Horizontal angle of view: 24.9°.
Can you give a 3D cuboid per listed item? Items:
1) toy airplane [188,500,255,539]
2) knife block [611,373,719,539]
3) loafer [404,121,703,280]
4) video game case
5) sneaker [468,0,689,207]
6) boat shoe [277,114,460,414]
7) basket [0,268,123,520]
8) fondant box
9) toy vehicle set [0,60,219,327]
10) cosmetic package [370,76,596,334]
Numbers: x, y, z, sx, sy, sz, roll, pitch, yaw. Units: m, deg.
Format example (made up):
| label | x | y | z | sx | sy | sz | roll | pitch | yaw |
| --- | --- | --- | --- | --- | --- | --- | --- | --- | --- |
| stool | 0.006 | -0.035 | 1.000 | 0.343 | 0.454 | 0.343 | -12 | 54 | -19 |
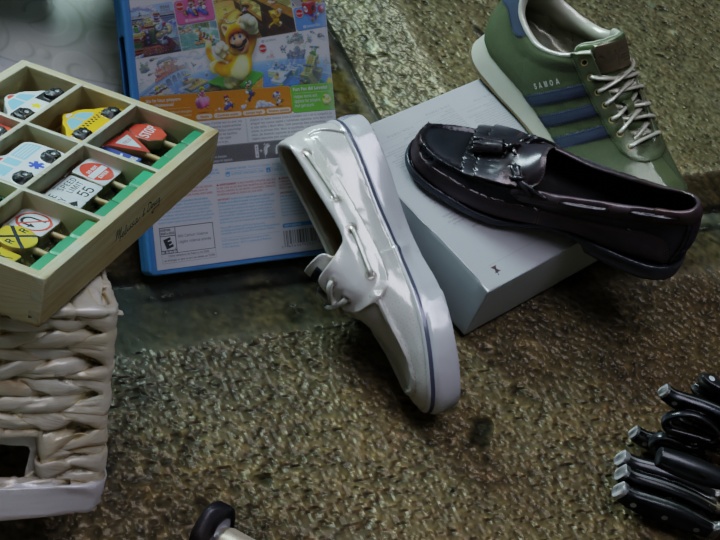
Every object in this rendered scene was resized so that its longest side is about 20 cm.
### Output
| label | x | y | z | sx | sy | sz | roll | pitch | yaw |
| --- | --- | --- | --- | --- | --- | --- | --- | --- | --- |
| toy airplane | -0.106 | 0.194 | 0.757 | 0.198 | 0.142 | 0.200 | 20 | 10 | -23 |
| knife block | 0.261 | 0.151 | 1.010 | 0.175 | 0.064 | 0.200 | -17 | 59 | -34 |
| loafer | 0.130 | -0.060 | 1.072 | 0.199 | 0.063 | 0.072 | 22 | 48 | -1 |
| video game case | -0.081 | -0.104 | 1.037 | 0.142 | 0.018 | 0.201 | -8 | 95 | -29 |
| sneaker | 0.162 | -0.123 | 1.127 | 0.067 | 0.090 | 0.200 | -26 | 66 | -40 |
| boat shoe | 0.000 | 0.000 | 1.014 | 0.069 | 0.071 | 0.201 | -16 | 77 | -19 |
| basket | -0.210 | 0.021 | 0.844 | 0.135 | 0.124 | 0.200 | 0 | 31 | -24 |
| fondant box | -0.227 | -0.163 | 1.089 | 0.143 | 0.058 | 0.201 | 8 | 46 | -17 |
| toy vehicle set | -0.167 | -0.046 | 0.824 | 0.124 | 0.027 | 0.200 | 20 | 29 | 10 |
| cosmetic package | 0.096 | -0.057 | 1.137 | 0.199 | 0.052 | 0.151 | -25 | 62 | -39 |
